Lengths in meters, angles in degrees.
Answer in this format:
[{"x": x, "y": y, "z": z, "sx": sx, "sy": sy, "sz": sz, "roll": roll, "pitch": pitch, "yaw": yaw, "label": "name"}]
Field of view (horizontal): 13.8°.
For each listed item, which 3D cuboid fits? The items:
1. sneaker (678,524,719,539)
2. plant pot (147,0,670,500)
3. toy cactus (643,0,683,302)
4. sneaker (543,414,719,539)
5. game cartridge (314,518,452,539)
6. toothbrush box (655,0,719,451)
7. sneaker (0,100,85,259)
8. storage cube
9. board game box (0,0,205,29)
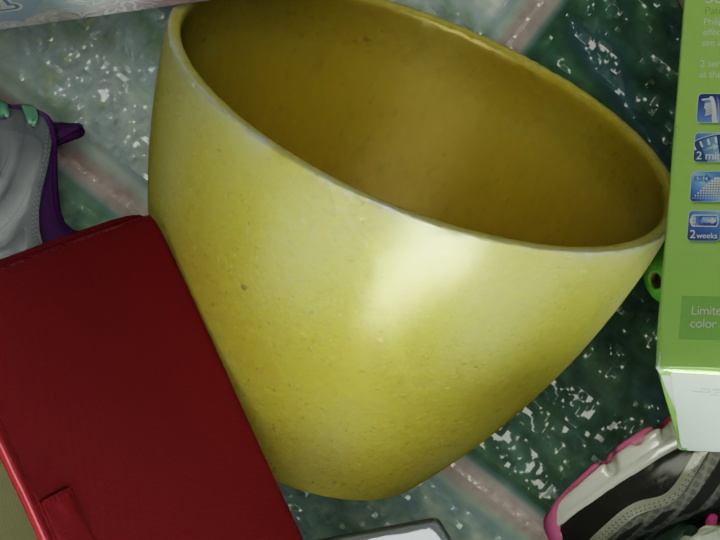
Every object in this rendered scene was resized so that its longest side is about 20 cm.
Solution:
[{"x": 0.138, "y": 0.115, "z": 1.090, "sx": 0.099, "sy": 0.078, "sz": 0.200, "roll": 34, "pitch": 90, "yaw": 16, "label": "sneaker"}, {"x": 0.000, "y": 0.000, "z": 1.117, "sx": 0.199, "sy": 0.200, "sz": 0.142, "roll": 23, "pitch": 113, "yaw": 2, "label": "plant pot"}, {"x": 0.180, "y": -0.067, "z": 1.163, "sx": 0.200, "sy": 0.102, "sz": 0.165, "roll": -36, "pitch": 69, "yaw": 2, "label": "toy cactus"}, {"x": 0.172, "y": 0.084, "z": 1.153, "sx": 0.199, "sy": 0.074, "sz": 0.088, "roll": -20, "pitch": 82, "yaw": -4, "label": "sneaker"}, {"x": 0.001, "y": 0.198, "z": 1.104, "sx": 0.133, "sy": 0.041, "sz": 0.201, "roll": -10, "pitch": 86, "yaw": 5, "label": "game cartridge"}, {"x": 0.186, "y": -0.039, "z": 1.055, "sx": 0.145, "sy": 0.086, "sz": 0.201, "roll": 1, "pitch": 69, "yaw": 12, "label": "toothbrush box"}, {"x": -0.164, "y": -0.060, "z": 1.175, "sx": 0.087, "sy": 0.074, "sz": 0.200, "roll": -34, "pitch": 98, "yaw": -11, "label": "sneaker"}, {"x": -0.136, "y": 0.099, "z": 1.010, "sx": 0.171, "sy": 0.180, "sz": 0.201, "roll": -25, "pitch": 89, "yaw": 22, "label": "storage cube"}, {"x": -0.110, "y": -0.192, "z": 1.104, "sx": 0.199, "sy": 0.043, "sz": 0.200, "roll": -7, "pitch": 74, "yaw": 13, "label": "board game box"}]
